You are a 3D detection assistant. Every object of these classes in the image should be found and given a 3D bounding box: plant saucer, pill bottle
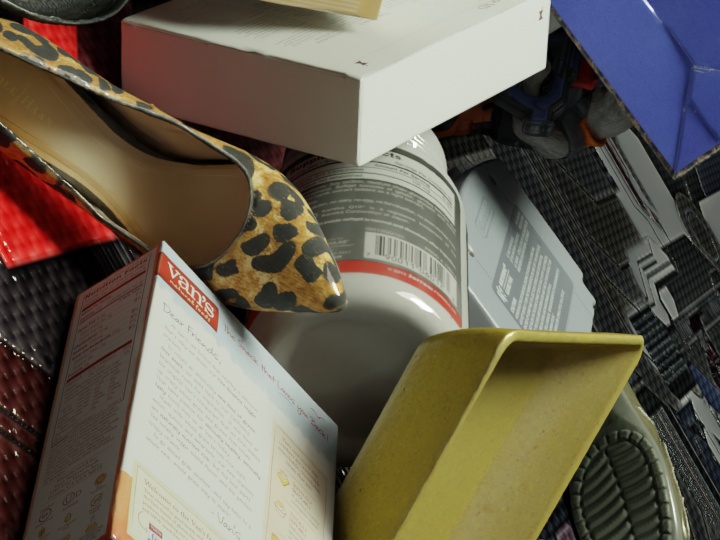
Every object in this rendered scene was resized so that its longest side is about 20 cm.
[{"bbox_3d":[0.042,0.105,1.031,0.048,0.201,0.200,33,11,22],"label":"plant saucer"},{"bbox_3d":[0.000,0.000,1.131,0.116,0.116,0.200,48,23,-25],"label":"pill bottle"}]

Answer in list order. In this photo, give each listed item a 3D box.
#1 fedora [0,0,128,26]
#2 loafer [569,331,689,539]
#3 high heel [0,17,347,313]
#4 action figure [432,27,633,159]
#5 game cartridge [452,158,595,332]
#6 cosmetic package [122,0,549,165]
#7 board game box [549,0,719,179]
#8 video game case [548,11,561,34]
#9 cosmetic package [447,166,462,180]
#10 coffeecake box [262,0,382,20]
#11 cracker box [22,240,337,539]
[{"bbox_3d":[-0.153,-0.215,1.000,0.200,0.092,0.201,33,36,-27],"label":"fedora"},{"bbox_3d":[0.175,0.126,1.409,0.070,0.075,0.201,31,34,-43],"label":"loafer"},{"bbox_3d":[-0.103,-0.043,0.957,0.200,0.072,0.142,35,4,27],"label":"high heel"},{"bbox_3d":[0.095,-0.129,1.375,0.200,0.192,0.105,-63,156,-43],"label":"action figure"},{"bbox_3d":[0.087,0.010,1.284,0.134,0.040,0.200,57,20,-14],"label":"game cartridge"},{"bbox_3d":[-0.010,-0.122,1.162,0.200,0.150,0.052,-30,127,-51],"label":"cosmetic package"},{"bbox_3d":[0.190,-0.170,1.289,0.160,0.097,0.200,53,22,-7],"label":"board game box"},{"bbox_3d":[0.017,-0.189,1.329,0.045,0.181,0.201,34,32,-49],"label":"video game case"},{"bbox_3d":[0.070,0.039,1.328,0.151,0.052,0.200,56,21,-15],"label":"cosmetic package"},{"bbox_3d":[-0.022,-0.244,1.146,0.073,0.154,0.200,8,25,-14],"label":"coffeecake box"},{"bbox_3d":[-0.072,0.099,0.917,0.134,0.058,0.200,48,24,-26],"label":"cracker box"}]
